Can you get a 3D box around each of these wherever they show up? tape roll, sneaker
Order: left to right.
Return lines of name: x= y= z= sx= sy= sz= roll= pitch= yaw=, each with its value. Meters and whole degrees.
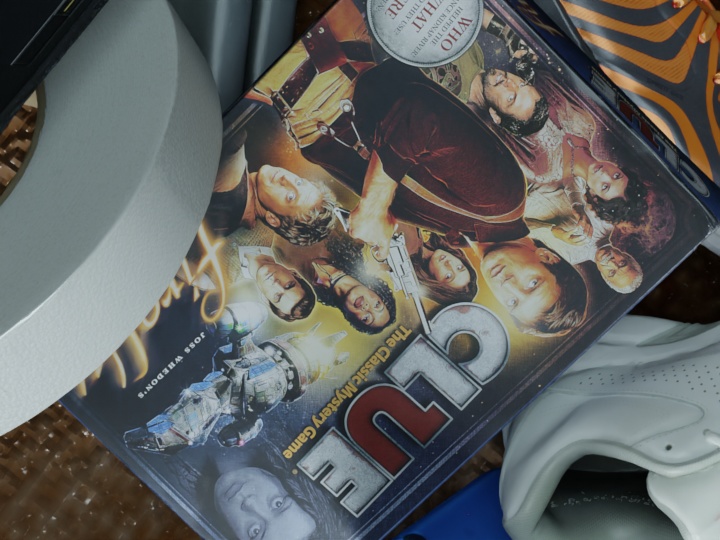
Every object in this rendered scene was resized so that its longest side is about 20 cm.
tape roll: x=-0.140 y=-0.025 z=0.887 sx=0.202 sy=0.203 sz=0.037 roll=-34 pitch=135 yaw=0
sneaker: x=0.105 y=-0.096 z=0.926 sx=0.112 sy=0.078 sz=0.200 roll=-42 pitch=93 yaw=12
sneaker: x=0.132 y=0.053 z=0.895 sx=0.199 sy=0.100 sz=0.078 roll=-22 pitch=120 yaw=26

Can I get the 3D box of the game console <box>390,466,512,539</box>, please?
game console: x=0.048 y=0.184 z=0.901 sx=0.118 sy=0.200 sz=0.172 roll=11 pitch=116 yaw=34

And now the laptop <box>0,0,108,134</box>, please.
laptop: x=-0.163 y=-0.127 z=0.882 sx=0.178 sy=0.199 sz=0.103 roll=-55 pitch=130 yaw=-27

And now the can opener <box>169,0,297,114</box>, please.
can opener: x=-0.050 y=-0.116 z=0.953 sx=0.066 sy=0.053 sz=0.201 roll=2 pitch=89 yaw=34

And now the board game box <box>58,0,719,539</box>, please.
board game box: x=0.000 y=0.000 z=0.903 sx=0.135 sy=0.035 sz=0.200 roll=44 pitch=108 yaw=-6
